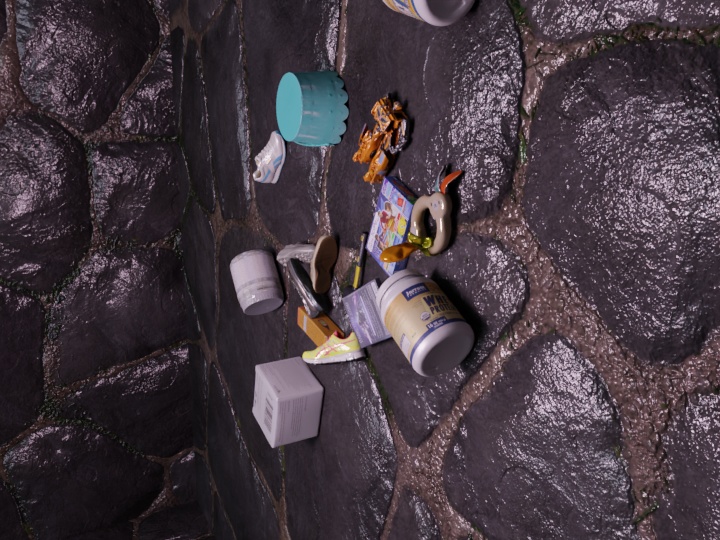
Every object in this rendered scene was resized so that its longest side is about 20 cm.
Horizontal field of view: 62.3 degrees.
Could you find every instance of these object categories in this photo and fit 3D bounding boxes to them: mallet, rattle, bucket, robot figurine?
[{"bbox_3d":[0.000,0.000,1.578,0.066,0.041,0.202,45,130,46],"label":"mallet"},{"bbox_3d":[0.120,-0.121,1.236,0.201,0.141,0.131,106,160,-45],"label":"rattle"},{"bbox_3d":[-0.136,-0.440,1.616,0.207,0.133,0.210,17,109,59],"label":"bucket"},{"bbox_3d":[0.049,-0.309,1.393,0.146,0.058,0.201,62,145,31],"label":"robot figurine"}]

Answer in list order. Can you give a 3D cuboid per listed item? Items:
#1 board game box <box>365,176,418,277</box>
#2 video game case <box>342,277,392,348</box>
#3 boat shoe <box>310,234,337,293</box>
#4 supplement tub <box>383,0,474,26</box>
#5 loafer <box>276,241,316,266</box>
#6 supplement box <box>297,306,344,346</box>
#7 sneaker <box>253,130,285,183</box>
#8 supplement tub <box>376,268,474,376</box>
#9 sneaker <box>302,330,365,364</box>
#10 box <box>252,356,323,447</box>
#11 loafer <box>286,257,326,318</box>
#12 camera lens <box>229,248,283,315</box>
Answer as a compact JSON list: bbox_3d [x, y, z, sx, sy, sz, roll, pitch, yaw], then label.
[{"bbox_3d":[0.077,-0.102,1.413,0.136,0.034,0.202,52,138,43],"label":"board game box"},{"bbox_3d":[0.023,0.113,1.508,0.200,0.019,0.144,-34,76,60],"label":"video game case"},{"bbox_3d":[-0.115,-0.027,1.740,0.065,0.071,0.202,55,147,43],"label":"boat shoe"},{"bbox_3d":[0.117,-0.558,1.130,0.200,0.143,0.146,47,135,47],"label":"supplement tub"},{"bbox_3d":[-0.189,-0.061,1.864,0.199,0.070,0.070,-5,51,47],"label":"loafer"},{"bbox_3d":[-0.122,0.175,1.800,0.200,0.066,0.070,36,127,53],"label":"supplement box"},{"bbox_3d":[-0.303,-0.374,1.986,0.077,0.080,0.201,60,142,37],"label":"sneaker"},{"bbox_3d":[0.130,0.106,1.254,0.201,0.143,0.145,55,140,39],"label":"supplement tub"},{"bbox_3d":[-0.076,0.217,1.673,0.198,0.078,0.091,-11,78,24],"label":"sneaker"},{"bbox_3d":[-0.241,0.427,1.961,0.200,0.170,0.201,43,132,50],"label":"box"},{"bbox_3d":[-0.177,0.054,1.796,0.063,0.072,0.201,-42,66,19],"label":"loafer"},{"bbox_3d":[-0.367,0.037,2.109,0.160,0.158,0.202,-48,55,54],"label":"camera lens"}]
